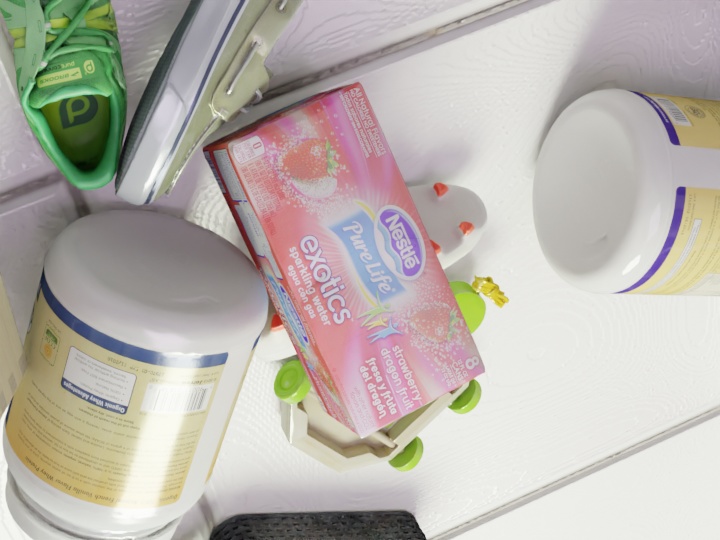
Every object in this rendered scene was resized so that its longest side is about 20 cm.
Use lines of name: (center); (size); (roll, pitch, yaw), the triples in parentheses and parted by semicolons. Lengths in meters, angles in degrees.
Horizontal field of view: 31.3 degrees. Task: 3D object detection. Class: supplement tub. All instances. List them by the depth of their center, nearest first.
supplement tub: (-0.153, 0.077, 0.843); (0.144, 0.145, 0.201); (5, 121, -29)
supplement tub: (0.244, -0.053, 0.946); (0.199, 0.146, 0.146); (2, 122, -28)

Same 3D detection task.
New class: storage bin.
storage bin: (-0.034, 0.286, 1.091); (0.199, 0.094, 0.136); (4, 122, -30)

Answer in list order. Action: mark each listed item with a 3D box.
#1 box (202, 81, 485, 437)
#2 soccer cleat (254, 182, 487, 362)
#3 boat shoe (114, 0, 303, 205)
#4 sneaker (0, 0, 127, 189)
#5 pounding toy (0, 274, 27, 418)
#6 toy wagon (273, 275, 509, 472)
box: (-0.012, -0.009, 0.820); (0.094, 0.103, 0.201); (-26, 99, -12)
soccer cleat: (0.000, 0.000, 0.924); (0.199, 0.069, 0.078); (-29, 160, -13)
boat shoe: (-0.081, -0.123, 0.757); (0.062, 0.072, 0.201); (26, 97, -19)
sneaker: (-0.165, -0.134, 0.723); (0.074, 0.084, 0.201); (-19, 129, -12)
pounding toy: (-0.311, 0.020, 0.695); (0.183, 0.142, 0.201); (2, 128, 9)
toy wagon: (0.031, 0.074, 1.004); (0.200, 0.040, 0.155); (-46, 131, 9)
